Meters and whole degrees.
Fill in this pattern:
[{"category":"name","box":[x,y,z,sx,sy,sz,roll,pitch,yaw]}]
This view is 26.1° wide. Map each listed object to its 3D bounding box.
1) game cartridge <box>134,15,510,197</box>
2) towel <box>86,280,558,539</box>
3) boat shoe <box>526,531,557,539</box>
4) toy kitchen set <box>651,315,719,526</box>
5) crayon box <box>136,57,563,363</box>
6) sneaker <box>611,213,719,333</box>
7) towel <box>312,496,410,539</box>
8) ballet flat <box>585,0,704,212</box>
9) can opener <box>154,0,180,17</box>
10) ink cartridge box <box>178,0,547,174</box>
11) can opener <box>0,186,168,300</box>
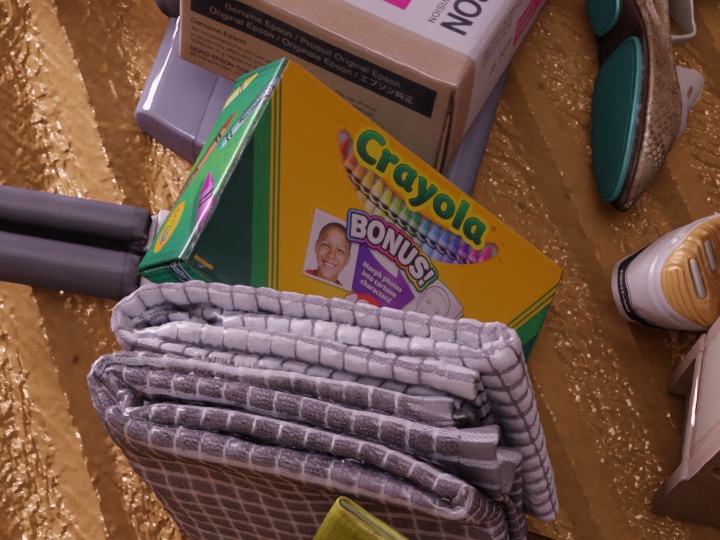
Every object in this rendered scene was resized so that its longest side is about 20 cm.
[{"category":"game cartridge","box":[-0.022,-0.102,0.897,0.199,0.040,0.134,15,72,4]},{"category":"towel","box":[-0.014,0.089,0.731,0.199,0.166,0.086,9,60,17]},{"category":"boat shoe","box":[0.125,0.181,0.772,0.199,0.068,0.072,27,72,10]},{"category":"toy kitchen set","box":[0.253,0.123,0.741,0.199,0.181,0.164,11,69,2]},{"category":"crayon box","box":[0.000,0.000,0.793,0.200,0.058,0.119,35,68,-25]},{"category":"sneaker","box":[0.225,-0.008,0.850,0.199,0.088,0.076,-5,86,-28]},{"category":"towel","box":[-0.011,0.186,0.702,0.086,0.200,0.018,32,41,6]},{"category":"ballet flat","box":[0.168,-0.128,0.900,0.065,0.071,0.201,6,71,-18]},{"category":"can opener","box":[-0.135,-0.233,0.925,0.053,0.067,0.200,-28,73,-2]},{"category":"ink cartridge box","box":[0.017,-0.171,0.865,0.164,0.075,0.200,24,54,11]},{"category":"can opener","box":[-0.131,-0.017,0.832,0.199,0.067,0.054,9,67,-7]}]
